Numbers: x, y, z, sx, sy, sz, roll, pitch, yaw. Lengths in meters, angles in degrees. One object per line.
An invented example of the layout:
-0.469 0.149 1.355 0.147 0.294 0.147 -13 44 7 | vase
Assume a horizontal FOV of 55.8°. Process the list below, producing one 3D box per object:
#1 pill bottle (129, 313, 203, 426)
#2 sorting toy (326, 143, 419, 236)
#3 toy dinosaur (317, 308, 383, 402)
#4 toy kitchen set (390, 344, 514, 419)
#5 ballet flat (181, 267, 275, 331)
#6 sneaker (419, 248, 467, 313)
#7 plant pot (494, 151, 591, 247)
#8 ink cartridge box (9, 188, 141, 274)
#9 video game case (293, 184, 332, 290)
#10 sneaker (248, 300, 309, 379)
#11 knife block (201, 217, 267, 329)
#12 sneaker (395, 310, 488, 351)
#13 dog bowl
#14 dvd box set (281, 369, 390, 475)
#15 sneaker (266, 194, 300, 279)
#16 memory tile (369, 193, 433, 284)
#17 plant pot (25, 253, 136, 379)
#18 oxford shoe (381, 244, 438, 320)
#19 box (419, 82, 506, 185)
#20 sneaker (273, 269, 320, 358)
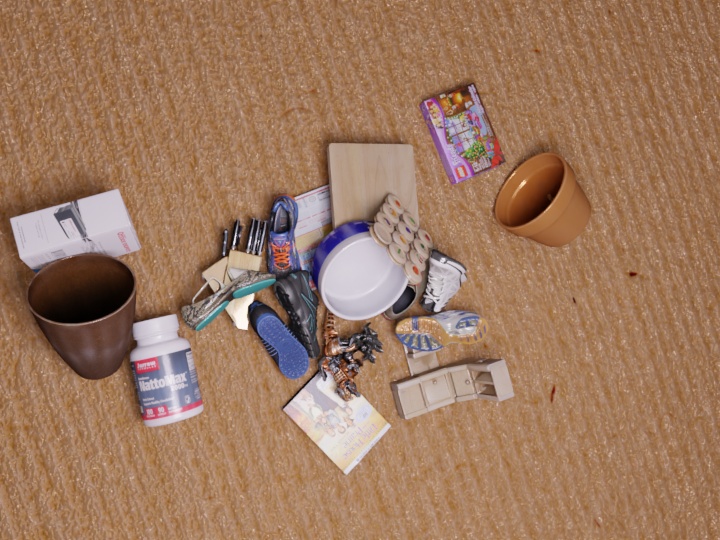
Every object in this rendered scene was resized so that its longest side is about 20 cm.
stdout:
-0.388 0.194 1.343 0.119 0.120 0.202 -13 89 -14 | pill bottle
0.019 -0.168 1.480 0.197 0.069 0.202 -3 88 -23 | sorting toy
-0.030 0.169 1.437 0.135 0.102 0.202 -13 92 -17 | toy dinosaur
0.180 0.213 1.450 0.198 0.180 0.165 -16 89 -18 | toy kitchen set
-0.267 0.039 1.349 0.199 0.068 0.076 -33 79 -11 | ballet flat
0.172 0.034 1.462 0.075 0.200 0.116 29 84 23 | sneaker
0.423 -0.145 1.537 0.140 0.200 0.201 33 79 -26 | plant pot
-0.538 -0.068 1.304 0.198 0.145 0.085 -18 77 -15 | ink cartridge box
-0.084 -0.074 1.486 0.142 0.017 0.202 -22 92 -14 | video game case
-0.169 0.141 1.409 0.070 0.078 0.201 -31 131 -9 | sneaker
-0.235 -0.001 1.420 0.175 0.064 0.201 -34 95 -13 | knife block
0.172 0.127 1.474 0.198 0.088 0.076 -1 102 -2 | sneaker
0.000 0.000 1.421 0.198 0.079 0.202 -12 125 -17 | dog bowl
-0.051 0.316 1.464 0.146 0.029 0.200 -44 97 -13 | dvd box set
-0.168 -0.059 1.423 0.075 0.078 0.202 -3 93 4 | sneaker
0.088 -0.069 1.387 0.017 0.200 0.153 -35 105 29 | memory tile
-0.504 0.105 1.275 0.185 0.188 0.201 -5 132 -14 | plant pot
0.122 0.026 1.501 0.070 0.075 0.201 33 79 -8 | oxford shoe
0.237 -0.315 1.569 0.136 0.039 0.201 -24 92 -13 | box
-0.113 0.093 1.424 0.079 0.075 0.201 -35 122 -34 | sneaker
